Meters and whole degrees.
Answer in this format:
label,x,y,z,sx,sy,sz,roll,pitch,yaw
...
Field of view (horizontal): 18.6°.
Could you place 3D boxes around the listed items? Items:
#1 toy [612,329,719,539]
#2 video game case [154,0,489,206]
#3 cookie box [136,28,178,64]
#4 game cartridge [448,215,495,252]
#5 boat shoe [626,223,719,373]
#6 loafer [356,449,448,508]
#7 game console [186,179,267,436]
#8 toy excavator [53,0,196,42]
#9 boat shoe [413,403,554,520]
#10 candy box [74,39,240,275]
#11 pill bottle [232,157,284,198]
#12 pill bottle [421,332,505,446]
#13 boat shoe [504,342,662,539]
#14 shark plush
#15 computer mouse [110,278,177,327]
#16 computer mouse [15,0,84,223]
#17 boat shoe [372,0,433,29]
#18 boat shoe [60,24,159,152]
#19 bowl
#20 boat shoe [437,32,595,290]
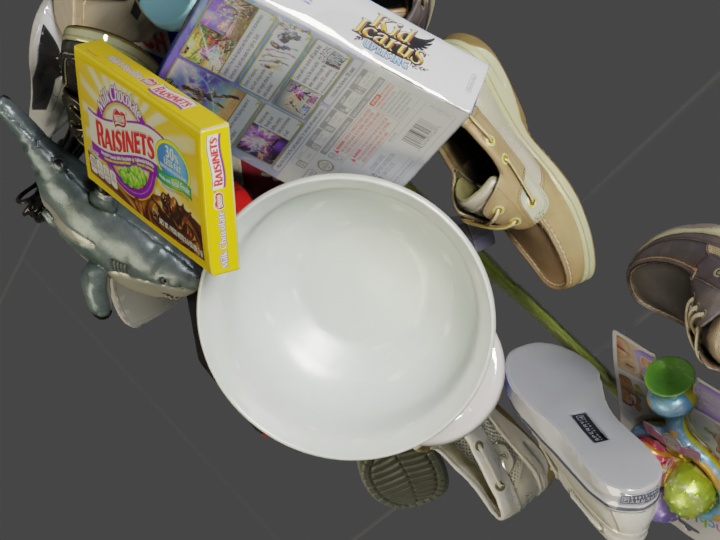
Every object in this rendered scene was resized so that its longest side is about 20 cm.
label,x,y,z,sx,sy,sz,roll,pitch,yaw
toy,0.224,0.143,1.600,0.115,0.047,0.200,31,147,34
video game case,-0.035,-0.121,1.438,0.181,0.046,0.200,26,154,-9
cookie box,-0.148,-0.172,1.710,0.171,0.075,0.200,31,147,32
game cartridge,0.000,0.000,1.657,0.200,0.129,0.039,-7,102,58
boat shoe,0.239,0.023,1.398,0.200,0.073,0.075,11,135,49
loafer,0.021,0.125,1.868,0.075,0.070,0.200,-17,131,12
game console,-0.100,0.013,1.659,0.177,0.031,0.201,-136,34,-60
toy excavator,-0.133,-0.207,1.534,0.195,0.100,0.200,47,127,30
boat shoe,0.066,0.117,1.773,0.200,0.069,0.071,45,155,10
candy box,-0.137,-0.078,1.461,0.200,0.026,0.103,34,132,53
pill bottle,-0.053,-0.102,1.624,0.109,0.110,0.200,33,149,27
pill bottle,0.051,0.076,1.645,0.112,0.112,0.200,46,178,5
boat shoe,0.158,0.127,1.588,0.200,0.071,0.070,-128,33,-52
shark plush,-0.195,-0.059,1.662,0.200,0.091,0.083,59,152,-6
computer mouse,-0.150,-0.020,1.798,0.044,0.200,0.110,-7,118,19
computer mouse,-0.225,-0.136,1.698,0.044,0.110,0.200,23,139,11
boat shoe,0.009,-0.188,1.425,0.074,0.074,0.200,12,144,8
boat shoe,-0.184,-0.118,1.620,0.071,0.066,0.201,17,166,8
bowl,-0.004,0.019,1.484,0.200,0.090,0.202,3,109,8
boat shoe,0.091,-0.063,1.510,0.074,0.066,0.200,-5,121,58
